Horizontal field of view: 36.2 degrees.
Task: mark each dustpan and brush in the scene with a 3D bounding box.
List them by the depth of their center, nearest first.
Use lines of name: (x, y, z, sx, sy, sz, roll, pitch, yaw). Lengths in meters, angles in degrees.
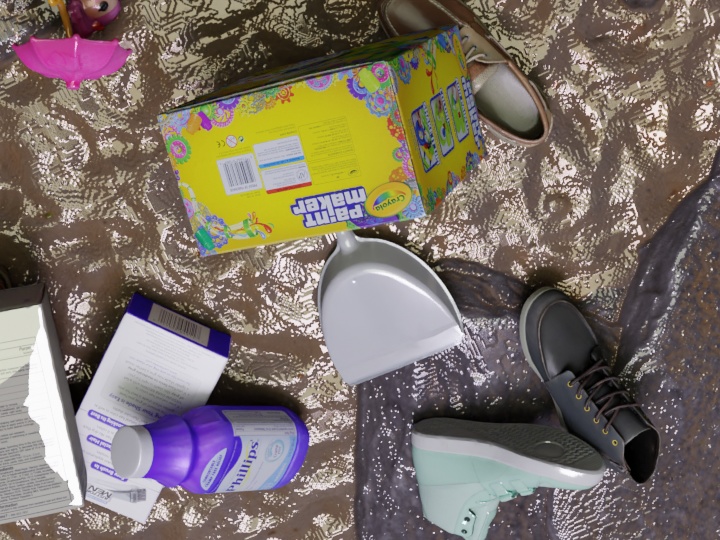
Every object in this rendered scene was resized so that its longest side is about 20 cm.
dustpan and brush: (0.000, 0.000, 1.060, 0.139, 0.057, 0.201, -23, 115, 18)

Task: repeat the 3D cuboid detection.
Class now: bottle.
bottle: (-0.140, 0.169, 1.043, 0.199, 0.065, 0.084, 9, 114, -47)

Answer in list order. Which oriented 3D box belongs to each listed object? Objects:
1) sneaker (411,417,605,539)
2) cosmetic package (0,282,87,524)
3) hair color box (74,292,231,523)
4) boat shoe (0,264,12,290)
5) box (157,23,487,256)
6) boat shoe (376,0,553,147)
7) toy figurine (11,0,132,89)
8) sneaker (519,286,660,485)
sneaker: (0.148, 0.217, 1.094, 0.199, 0.074, 0.119, 5, 109, 29)
cosmetic package: (-0.317, 0.121, 1.000, 0.105, 0.071, 0.201, -8, 107, -10)
hair color box: (-0.218, 0.136, 1.083, 0.109, 0.065, 0.201, 26, 103, -11)
boat shoe: (-0.359, 0.094, 1.060, 0.071, 0.068, 0.201, -10, 109, -1)
box: (-0.023, -0.112, 0.909, 0.199, 0.193, 0.123, -9, 107, 25)
boat shoe: (0.100, -0.185, 0.987, 0.200, 0.072, 0.076, 36, 103, -13)
toy figurine: (-0.246, -0.252, 0.923, 0.149, 0.200, 0.185, 5, 130, 18)
sneaker: (0.228, 0.109, 1.063, 0.075, 0.106, 0.201, -33, 113, -14)
